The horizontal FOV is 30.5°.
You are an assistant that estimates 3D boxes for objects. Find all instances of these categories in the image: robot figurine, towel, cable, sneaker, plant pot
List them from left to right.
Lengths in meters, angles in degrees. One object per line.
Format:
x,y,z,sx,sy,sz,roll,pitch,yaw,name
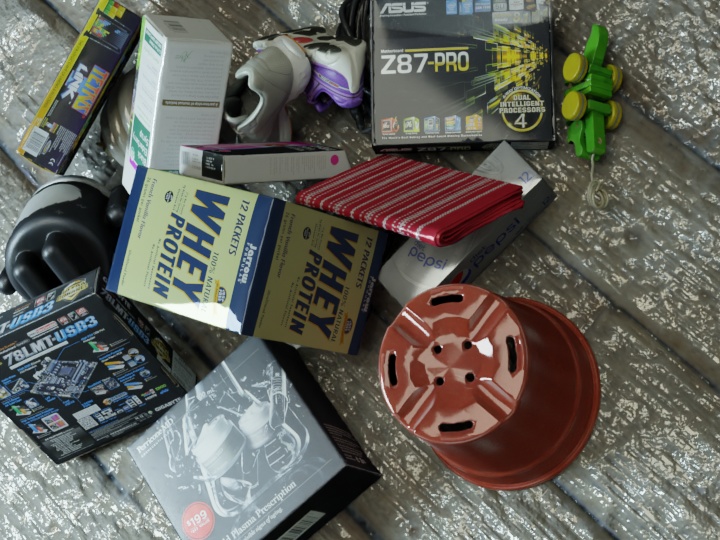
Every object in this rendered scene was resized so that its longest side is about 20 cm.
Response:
-0.339,-0.032,1.517,0.148,0.201,0.126,5,116,-3,robot figurine
-0.123,-0.172,1.467,0.091,0.201,0.076,-30,66,-34,sneaker
-0.059,-0.224,1.486,0.200,0.080,0.085,33,133,57,sneaker
0.053,-0.254,1.486,0.161,0.051,0.203,-12,72,19,cable
0.050,-0.072,1.338,0.198,0.144,0.023,18,122,40,towel
0.118,0.106,1.291,0.198,0.195,0.204,-5,76,21,plant pot

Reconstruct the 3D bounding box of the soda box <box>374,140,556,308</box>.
0.111,-0.038,1.399,0.200,0.068,0.064,-46,65,7,soda box

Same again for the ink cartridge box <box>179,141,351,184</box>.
-0.087,-0.116,1.420,0.094,0.198,0.038,16,106,51,ink cartridge box

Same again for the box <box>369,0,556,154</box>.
0.109,-0.210,1.417,0.197,0.049,0.164,0,81,5,box

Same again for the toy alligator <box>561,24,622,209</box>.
0.235,-0.157,1.388,0.054,0.059,0.203,-19,64,60,toy alligator

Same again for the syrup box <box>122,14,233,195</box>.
-0.200,-0.166,1.432,0.079,0.080,0.202,48,132,51,syrup box

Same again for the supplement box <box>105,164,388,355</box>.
-0.115,-0.009,1.371,0.198,0.199,0.136,15,90,37,supplement box

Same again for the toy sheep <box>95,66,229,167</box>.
-0.231,-0.184,1.545,0.199,0.137,0.140,-26,67,34,toy sheep

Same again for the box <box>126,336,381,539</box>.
-0.115,0.204,1.413,0.200,0.104,0.183,-41,64,8,box

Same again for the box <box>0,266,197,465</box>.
-0.315,0.111,1.471,0.198,0.199,0.050,-24,37,16,box

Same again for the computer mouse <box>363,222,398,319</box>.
0.000,0.000,1.425,0.058,0.034,0.202,33,108,18,computer mouse

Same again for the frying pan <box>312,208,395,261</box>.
-0.041,-0.035,1.481,0.188,0.031,0.117,-19,73,23,frying pan

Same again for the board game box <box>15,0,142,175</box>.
-0.322,-0.209,1.533,0.056,0.165,0.202,29,89,-9,board game box
